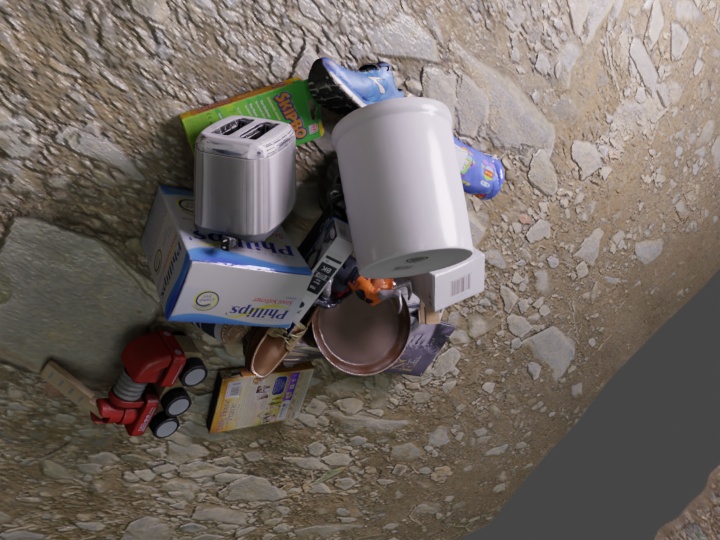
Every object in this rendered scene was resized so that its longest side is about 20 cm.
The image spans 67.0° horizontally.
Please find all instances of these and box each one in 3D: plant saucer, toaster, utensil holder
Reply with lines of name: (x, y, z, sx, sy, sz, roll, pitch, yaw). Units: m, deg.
plant saucer: (0.001, 0.101, 1.051, 0.199, 0.201, 0.032, -21, 176, -19)
toaster: (-0.152, -0.125, 0.720, 0.113, 0.200, 0.130, 10, 118, 8)
utensil holder: (0.059, -0.104, 0.743, 0.169, 0.201, 0.170, -9, 168, -2)

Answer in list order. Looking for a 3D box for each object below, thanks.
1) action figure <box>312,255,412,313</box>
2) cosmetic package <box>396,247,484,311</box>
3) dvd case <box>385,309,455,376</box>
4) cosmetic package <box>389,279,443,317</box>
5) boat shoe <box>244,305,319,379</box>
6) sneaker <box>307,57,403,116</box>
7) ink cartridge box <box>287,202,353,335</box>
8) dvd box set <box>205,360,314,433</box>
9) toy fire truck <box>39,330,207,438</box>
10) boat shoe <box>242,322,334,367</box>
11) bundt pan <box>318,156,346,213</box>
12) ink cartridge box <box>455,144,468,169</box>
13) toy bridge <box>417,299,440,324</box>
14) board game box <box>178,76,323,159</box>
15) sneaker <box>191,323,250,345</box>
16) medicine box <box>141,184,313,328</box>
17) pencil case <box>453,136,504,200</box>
action figure: (0.000, 0.000, 0.951, 0.200, 0.193, 0.105, -50, 157, -61)
cosmetic package: (0.123, -0.020, 0.994, 0.112, 0.200, 0.082, -21, 127, -22)
dvd case: (0.102, 0.163, 1.180, 0.199, 0.016, 0.149, 17, 113, -39)
cosmetic package: (0.108, 0.083, 1.170, 0.150, 0.052, 0.201, -5, 125, -28)
boat shoe: (-0.130, 0.094, 0.952, 0.076, 0.074, 0.201, 37, 70, -21)
sneaker: (-0.001, -0.276, 0.816, 0.200, 0.078, 0.090, 10, 92, -54)
ink cartridge box: (-0.080, -0.001, 0.851, 0.039, 0.100, 0.200, 24, 118, -26)
dvd box set: (-0.202, 0.255, 1.104, 0.199, 0.029, 0.147, -1, 123, -34)
toy fire truck: (-0.382, 0.174, 0.879, 0.200, 0.129, 0.177, 13, 115, -50)
boat shoe: (-0.135, 0.143, 1.047, 0.199, 0.075, 0.073, 13, 125, -29)
bundt pan: (0.014, -0.135, 0.925, 0.201, 0.076, 0.203, -18, 131, -22)
ink cartridge box: (0.092, -0.116, 0.869, 0.039, 0.099, 0.201, 2, 120, -34)
toy bridge: (0.127, 0.069, 1.044, 0.027, 0.200, 0.068, -3, 85, 2)
board game box: (-0.152, -0.211, 0.794, 0.199, 0.030, 0.096, -22, 133, -15)
sneaker: (-0.203, 0.033, 0.923, 0.200, 0.108, 0.070, -50, 141, -36)
medicine box: (-0.196, -0.019, 0.784, 0.181, 0.200, 0.103, 8, 119, -37)
pencil case: (0.183, -0.194, 0.992, 0.199, 0.078, 0.087, 14, 107, -39)
